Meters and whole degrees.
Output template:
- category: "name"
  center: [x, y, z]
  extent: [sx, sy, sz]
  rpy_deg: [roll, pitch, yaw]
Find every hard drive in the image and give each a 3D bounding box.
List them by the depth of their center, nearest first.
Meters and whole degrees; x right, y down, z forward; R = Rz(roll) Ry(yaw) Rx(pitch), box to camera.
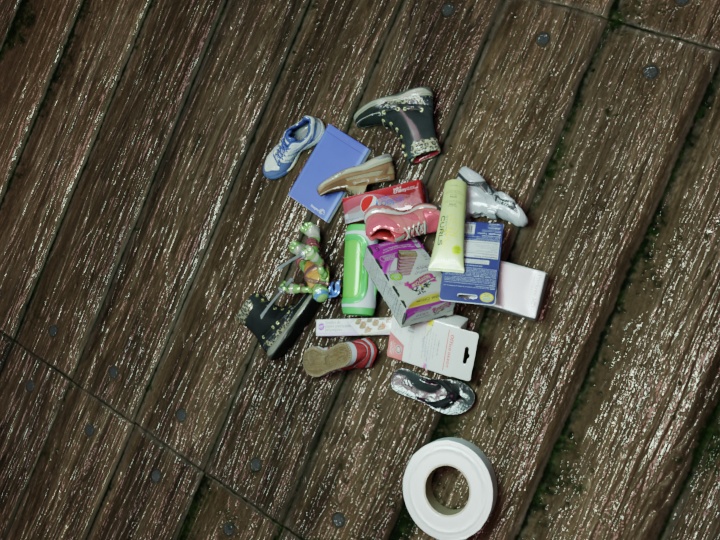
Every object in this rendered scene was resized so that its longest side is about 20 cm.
- category: "hard drive"
  center: [-0.077, -0.239, 1.659]
  extent: [0.130, 0.025, 0.203]
  rpy_deg: [33, 95, 21]

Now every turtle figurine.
- category: "turtle figurine"
  center: [-0.145, -0.016, 1.558]
  extent: [0.193, 0.147, 0.197]
  rpy_deg: [-7, 44, -5]

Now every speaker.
- category: "speaker"
  center: [0.000, 0.000, 1.568]
  extent: [0.086, 0.088, 0.207]
  rpy_deg: [1, 83, 20]

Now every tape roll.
- category: "tape roll"
  center: [0.191, 0.465, 1.444]
  extent: [0.196, 0.071, 0.209]
  rpy_deg: [-3, 82, 19]

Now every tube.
- category: "tube"
  center: [0.193, -0.092, 1.430]
  extent: [0.057, 0.051, 0.206]
  rpy_deg: [-18, 57, 52]

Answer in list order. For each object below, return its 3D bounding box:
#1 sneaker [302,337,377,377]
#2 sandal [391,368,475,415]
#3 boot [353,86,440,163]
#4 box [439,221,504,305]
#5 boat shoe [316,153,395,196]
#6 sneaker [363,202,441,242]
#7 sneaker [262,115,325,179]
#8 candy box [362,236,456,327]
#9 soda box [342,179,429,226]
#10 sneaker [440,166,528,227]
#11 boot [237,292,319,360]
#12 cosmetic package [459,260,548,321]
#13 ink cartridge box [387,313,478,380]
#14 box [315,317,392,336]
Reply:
- category: "sneaker"
  center: [-0.044, 0.203, 1.576]
  extent: [0.197, 0.110, 0.074]
  rpy_deg: [-17, 78, 48]
- category: "sandal"
  center: [0.156, 0.270, 1.494]
  extent: [0.195, 0.048, 0.078]
  rpy_deg: [11, 87, 22]
- category: "boot"
  center: [0.086, -0.326, 1.579]
  extent: [0.198, 0.073, 0.159]
  rpy_deg: [-14, 81, 19]
- category: "box"
  center: [0.234, -0.012, 1.418]
  extent: [0.117, 0.033, 0.204]
  rpy_deg: [5, 57, 14]
- category: "boat shoe"
  center: [-0.008, -0.209, 1.591]
  extent: [0.195, 0.076, 0.074]
  rpy_deg: [-21, 95, 4]
- category: "sneaker"
  center: [0.101, -0.093, 1.499]
  extent: [0.194, 0.075, 0.088]
  rpy_deg: [-1, 45, 10]
- category: "sneaker"
  center: [-0.179, -0.312, 1.674]
  extent: [0.199, 0.088, 0.076]
  rpy_deg: [-43, 73, 11]
- category: "candy box"
  center: [0.105, 0.019, 1.467]
  extent: [0.133, 0.062, 0.202]
  rpy_deg: [-12, 48, -24]
- category: "soda box"
  center: [0.059, -0.152, 1.573]
  extent: [0.194, 0.070, 0.065]
  rpy_deg: [-12, 78, 18]
- category: "sneaker"
  center: [0.270, -0.131, 1.493]
  extent: [0.199, 0.075, 0.116]
  rpy_deg: [41, 98, 25]
- category: "boot"
  center: [-0.199, 0.091, 1.637]
  extent: [0.153, 0.073, 0.205]
  rpy_deg: [39, 96, 23]
- category: "cosmetic package"
  center: [0.296, 0.032, 1.458]
  extent: [0.195, 0.074, 0.105]
  rpy_deg: [14, 86, 21]
- category: "ink cartridge box"
  center: [0.164, 0.152, 1.479]
  extent: [0.195, 0.067, 0.120]
  rpy_deg: [16, 111, 21]
- category: "box"
  center: [-0.009, 0.132, 1.578]
  extent: [0.194, 0.041, 0.040]
  rpy_deg: [-3, 82, 19]
